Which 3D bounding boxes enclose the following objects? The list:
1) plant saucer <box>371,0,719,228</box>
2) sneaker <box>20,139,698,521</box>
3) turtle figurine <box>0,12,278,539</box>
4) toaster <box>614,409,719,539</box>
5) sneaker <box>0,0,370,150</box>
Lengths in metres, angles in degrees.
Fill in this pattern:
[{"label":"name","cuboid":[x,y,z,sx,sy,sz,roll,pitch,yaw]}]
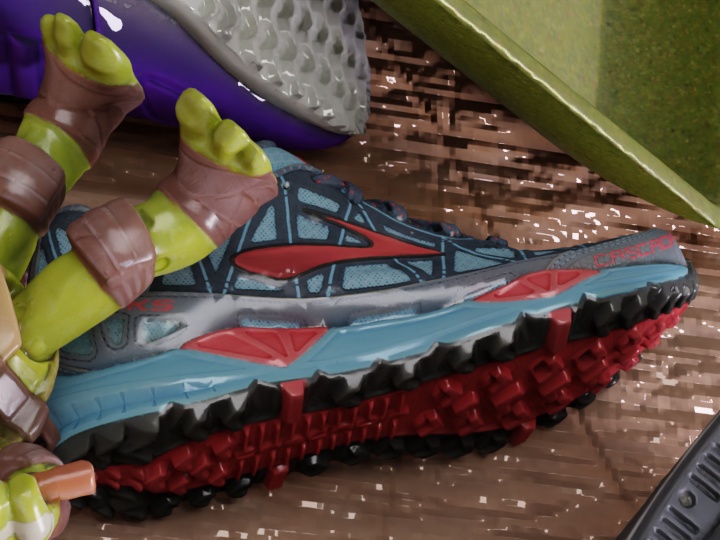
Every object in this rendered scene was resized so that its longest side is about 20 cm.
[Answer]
[{"label":"plant saucer","cuboid":[0.042,-0.133,0.880,0.200,0.048,0.200,34,51,-41]},{"label":"sneaker","cuboid":[0.000,0.000,0.822,0.199,0.079,0.096,-9,65,-23]},{"label":"turtle figurine","cuboid":[-0.093,0.021,0.744,0.161,0.064,0.200,-49,45,-12]},{"label":"toaster","cuboid":[0.109,0.103,0.775,0.114,0.129,0.200,36,59,1]},{"label":"sneaker","cuboid":[-0.087,-0.078,0.834,0.200,0.099,0.070,24,53,-42]}]
